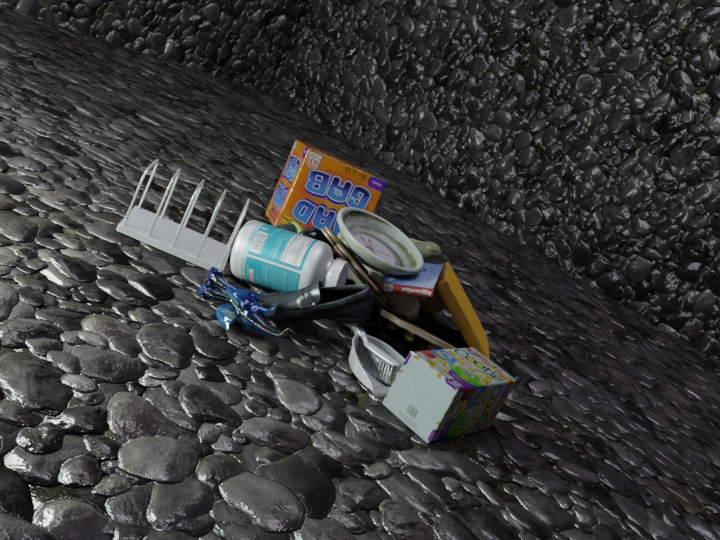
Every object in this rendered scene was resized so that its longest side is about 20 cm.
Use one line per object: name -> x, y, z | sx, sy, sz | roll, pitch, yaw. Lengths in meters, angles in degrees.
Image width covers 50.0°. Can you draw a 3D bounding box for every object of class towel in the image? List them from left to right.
towel -> 0.062, -0.057, 1.690 | 0.199, 0.037, 0.148 | 16, 14, 32

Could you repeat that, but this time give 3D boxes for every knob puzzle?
knob puzzle -> 0.092, 0.118, 1.503 | 0.219, 0.031, 0.220 | 29, 0, 0

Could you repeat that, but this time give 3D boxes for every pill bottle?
pill bottle -> -0.125, -0.012, 1.392 | 0.199, 0.111, 0.111 | 19, 14, 11

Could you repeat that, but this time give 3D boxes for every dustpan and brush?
dustpan and brush -> 0.013, 0.133, 1.311 | 0.200, 0.057, 0.139 | 36, 18, 37

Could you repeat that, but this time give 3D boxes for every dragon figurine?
dragon figurine -> -0.190, 0.060, 1.215 | 0.099, 0.059, 0.200 | 16, 18, -35

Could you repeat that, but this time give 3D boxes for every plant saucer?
plant saucer -> 0.031, -0.047, 1.530 | 0.199, 0.050, 0.200 | 28, 25, -14

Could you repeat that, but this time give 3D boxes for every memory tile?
memory tile -> 0.000, 0.000, 1.508 | 0.153, 0.017, 0.200 | 53, 3, 34

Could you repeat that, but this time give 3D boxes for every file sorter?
file sorter -> -0.318, -0.105, 1.420 | 0.199, 0.125, 0.139 | 23, 15, -11

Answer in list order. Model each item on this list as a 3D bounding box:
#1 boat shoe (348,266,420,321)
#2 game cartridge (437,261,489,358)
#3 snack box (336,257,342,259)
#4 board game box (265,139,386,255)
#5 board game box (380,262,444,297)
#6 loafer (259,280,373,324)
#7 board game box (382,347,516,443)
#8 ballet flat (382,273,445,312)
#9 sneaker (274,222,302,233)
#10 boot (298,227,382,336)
boat shoe -> 0.044, 0.044, 1.654 | 0.199, 0.072, 0.069 | 27, -25, 20
game cartridge -> 0.220, 0.090, 1.666 | 0.201, 0.032, 0.176 | 63, 13, -8
snack box -> -0.009, 0.000, 1.778 | 0.072, 0.024, 0.200 | 38, 19, 32
board game box -> -0.088, -0.172, 1.835 | 0.199, 0.201, 0.200 | 21, 9, -18
board game box -> 0.107, 0.013, 1.547 | 0.102, 0.020, 0.200 | 9, 15, 10
loafer -> -0.078, 0.049, 1.314 | 0.199, 0.071, 0.068 | 0, 31, -2
board game box -> 0.148, 0.196, 1.249 | 0.105, 0.103, 0.200 | 37, 18, 32
ballet flat -> 0.096, 0.026, 1.668 | 0.200, 0.071, 0.065 | 33, 4, 23
sneaker -> -0.146, -0.041, 1.629 | 0.083, 0.077, 0.200 | -1, 24, -25
boot -> -0.039, 0.022, 1.462 | 0.200, 0.065, 0.165 | 48, -11, 50
